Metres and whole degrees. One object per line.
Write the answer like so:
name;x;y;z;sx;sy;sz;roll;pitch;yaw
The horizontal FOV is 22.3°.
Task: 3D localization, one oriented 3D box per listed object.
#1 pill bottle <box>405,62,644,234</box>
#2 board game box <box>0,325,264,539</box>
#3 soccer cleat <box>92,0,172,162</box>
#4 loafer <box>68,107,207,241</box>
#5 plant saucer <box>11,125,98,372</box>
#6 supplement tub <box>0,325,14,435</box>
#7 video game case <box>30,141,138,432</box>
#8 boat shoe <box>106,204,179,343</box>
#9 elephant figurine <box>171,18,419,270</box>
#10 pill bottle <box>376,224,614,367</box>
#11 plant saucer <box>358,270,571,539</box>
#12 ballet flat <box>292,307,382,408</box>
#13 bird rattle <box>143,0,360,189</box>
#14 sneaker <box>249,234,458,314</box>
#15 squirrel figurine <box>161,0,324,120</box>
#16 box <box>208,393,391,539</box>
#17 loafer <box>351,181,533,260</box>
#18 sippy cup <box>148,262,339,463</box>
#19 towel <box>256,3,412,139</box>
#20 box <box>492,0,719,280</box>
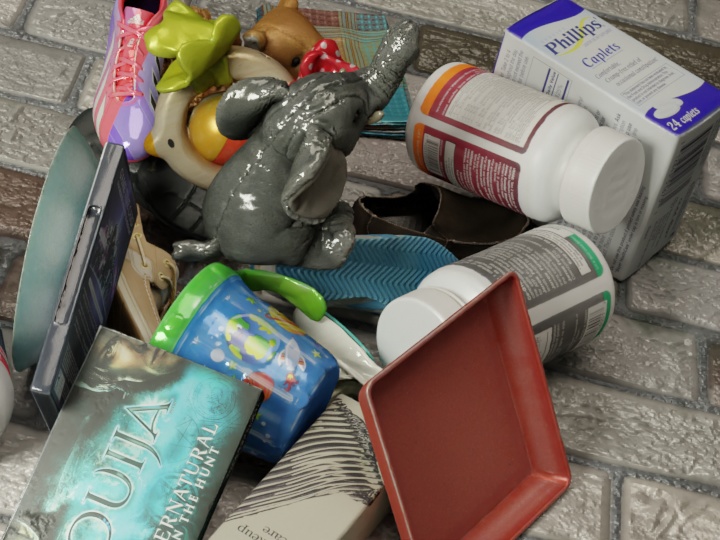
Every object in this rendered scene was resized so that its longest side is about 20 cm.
pill bottle;0.148;-0.109;1.644;0.200;0.110;0.110;25;40;31
board game box;-0.171;0.155;1.337;0.135;0.028;0.200;21;74;7
soccer cleat;-0.201;-0.187;1.614;0.067;0.077;0.200;3;54;0
loafer;-0.170;-0.079;1.641;0.200;0.072;0.073;35;84;16
plant saucer;-0.232;-0.013;1.449;0.039;0.201;0.201;13;41;-1
supplement tub;-0.347;0.044;1.397;0.140;0.140;0.200;-3;44;-20
video game case;-0.209;0.019;1.400;0.019;0.143;0.200;12;70;2
boat shoe;-0.187;0.005;1.540;0.069;0.074;0.200;-11;46;-19
elephant figurine;-0.050;-0.102;1.454;0.141;0.200;0.155;18;45;-2
pill bottle;0.116;0.038;1.557;0.200;0.113;0.113;-21;53;-41
plant saucer;0.078;0.129;1.423;0.037;0.200;0.200;1;27;41
ballet flat;-0.001;0.103;1.503;0.200;0.069;0.069;40;46;24
bird rattle;-0.099;-0.143;1.562;0.200;0.163;0.113;21;22;-28
sneaker;0.000;0.000;1.600;0.200;0.077;0.081;10;1;-30
squirrel figurine;-0.110;-0.165;1.667;0.200;0.187;0.142;27;42;14
box;-0.039;0.187;1.387;0.082;0.068;0.200;29;42;13
loafer;0.074;-0.042;1.675;0.200;0.071;0.073;-8;46;-24
sippy cup;-0.092;0.082;1.442;0.130;0.140;0.178;29;86;9
towel;-0.026;-0.207;1.867;0.146;0.022;0.200;3;42;-15
box;0.220;-0.127;1.728;0.200;0.184;0.105;36;46;21
